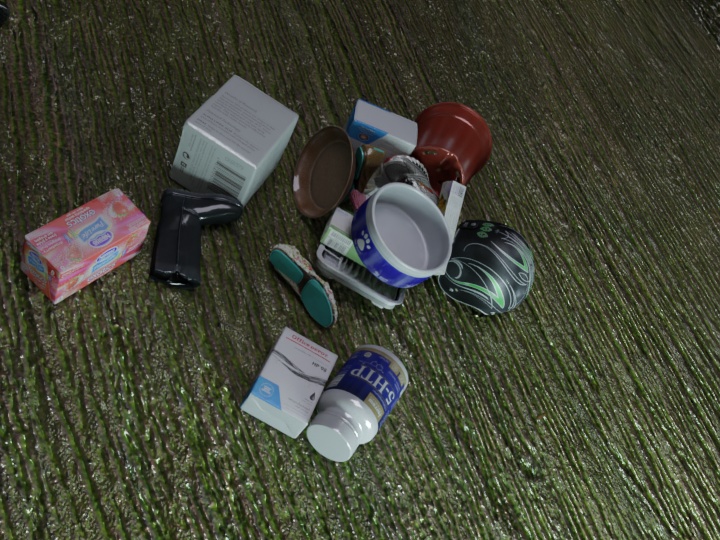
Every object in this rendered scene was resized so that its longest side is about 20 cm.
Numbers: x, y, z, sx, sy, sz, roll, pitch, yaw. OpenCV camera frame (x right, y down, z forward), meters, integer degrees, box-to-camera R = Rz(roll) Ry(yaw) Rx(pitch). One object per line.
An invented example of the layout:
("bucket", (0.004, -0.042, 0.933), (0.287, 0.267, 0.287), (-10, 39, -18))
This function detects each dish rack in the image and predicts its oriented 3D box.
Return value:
("dish rack", (0.000, 0.000, 1.626), (0.200, 0.044, 0.172), (29, 28, -5))

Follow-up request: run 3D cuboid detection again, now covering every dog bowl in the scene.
("dog bowl", (0.082, -0.070, 1.574), (0.200, 0.079, 0.201), (19, 54, -29))

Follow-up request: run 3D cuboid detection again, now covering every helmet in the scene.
("helmet", (0.284, -0.006, 1.721), (0.190, 0.200, 0.200), (25, 46, 13))

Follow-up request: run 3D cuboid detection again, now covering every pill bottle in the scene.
("pill bottle", (-0.008, 0.238, 1.417), (0.120, 0.120, 0.200), (37, 48, 2))

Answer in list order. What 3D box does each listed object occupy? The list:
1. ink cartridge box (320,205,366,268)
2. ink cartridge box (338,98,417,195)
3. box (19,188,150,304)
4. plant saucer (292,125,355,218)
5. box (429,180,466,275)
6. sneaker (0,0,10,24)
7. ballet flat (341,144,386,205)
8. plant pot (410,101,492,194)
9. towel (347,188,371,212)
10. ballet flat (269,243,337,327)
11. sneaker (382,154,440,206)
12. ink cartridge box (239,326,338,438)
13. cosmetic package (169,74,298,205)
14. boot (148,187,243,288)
("ink cartridge box", (0.001, -0.083, 1.667), (0.145, 0.048, 0.200), (29, 30, -8))
("ink cartridge box", (0.017, -0.256, 1.744), (0.146, 0.200, 0.086), (20, 48, -14))
("box", (-0.480, -0.046, 1.388), (0.095, 0.103, 0.200), (44, 47, 8))
("plant saucer", (-0.070, -0.204, 1.670), (0.037, 0.200, 0.201), (15, 48, -39))
("box", (0.176, -0.091, 1.674), (0.041, 0.039, 0.201), (20, 78, -29))
("sneaker", (-0.822, -0.553, 1.605), (0.199, 0.070, 0.090), (-6, 62, -29))
("ballet flat", (0.006, -0.201, 1.694), (0.072, 0.200, 0.068), (-2, 61, -21))
("plant pot", (0.186, -0.255, 1.813), (0.200, 0.201, 0.195), (33, 38, -3))
("towel", (0.076, -0.100, 1.685), (0.199, 0.023, 0.144), (10, 43, -37))
("ballet flat", (-0.100, 0.022, 1.565), (0.200, 0.076, 0.064), (52, 34, 10))
("sneaker", (0.122, -0.166, 1.699), (0.200, 0.078, 0.082), (45, 34, -20))
("ink cartridge box", (-0.120, 0.185, 1.431), (0.116, 0.067, 0.200), (29, 48, -5))
("cosmetic package", (-0.258, -0.255, 1.620), (0.165, 0.165, 0.200), (32, 47, -2))
("boot", (-0.309, -0.057, 1.510), (0.164, 0.066, 0.201), (7, 50, -13))
